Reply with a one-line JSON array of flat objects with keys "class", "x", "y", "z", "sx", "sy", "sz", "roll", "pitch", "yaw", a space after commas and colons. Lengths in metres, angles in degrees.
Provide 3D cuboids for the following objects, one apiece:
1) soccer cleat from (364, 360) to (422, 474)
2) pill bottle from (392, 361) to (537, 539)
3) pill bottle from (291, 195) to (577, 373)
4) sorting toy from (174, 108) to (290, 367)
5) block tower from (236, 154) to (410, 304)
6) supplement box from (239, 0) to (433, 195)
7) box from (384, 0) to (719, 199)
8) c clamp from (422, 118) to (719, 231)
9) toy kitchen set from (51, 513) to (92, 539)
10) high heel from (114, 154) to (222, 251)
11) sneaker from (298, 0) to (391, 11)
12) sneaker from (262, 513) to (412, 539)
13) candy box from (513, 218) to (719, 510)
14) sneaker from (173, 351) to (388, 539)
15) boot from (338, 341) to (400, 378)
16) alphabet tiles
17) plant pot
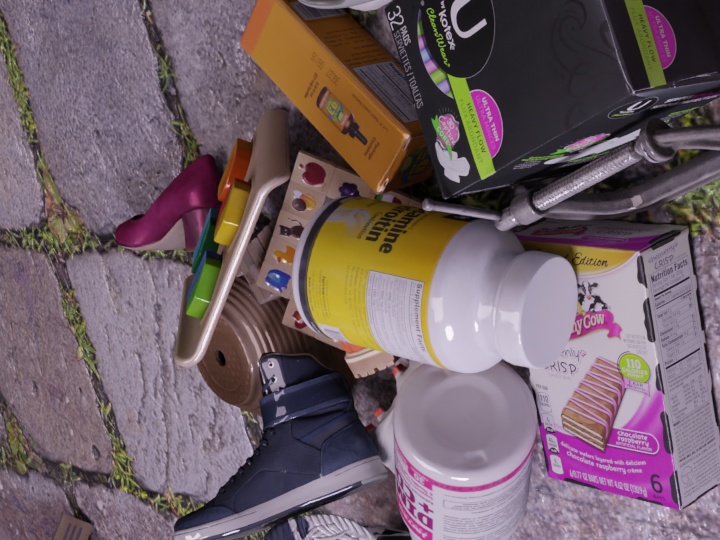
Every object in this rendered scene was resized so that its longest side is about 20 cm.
[{"class": "soccer cleat", "x": 0.061, "y": 0.122, "z": 1.269, "sx": 0.078, "sy": 0.069, "sz": 0.201, "roll": 47, "pitch": 147, "yaw": 16}, {"class": "pill bottle", "x": 0.084, "y": 0.164, "z": 1.181, "sx": 0.113, "sy": 0.113, "sz": 0.201, "roll": 44, "pitch": 158, "yaw": 27}, {"class": "pill bottle", "x": 0.055, "y": 0.012, "z": 1.063, "sx": 0.199, "sy": 0.112, "sz": 0.113, "roll": 12, "pitch": 119, "yaw": 36}, {"class": "sorting toy", "x": -0.120, "y": -0.036, "z": 1.290, "sx": 0.201, "sy": 0.036, "sz": 0.185, "roll": -62, "pitch": 14, "yaw": 21}, {"class": "block tower", "x": -0.036, "y": -0.040, "z": 1.281, "sx": 0.200, "sy": 0.054, "sz": 0.058, "roll": -39, "pitch": 77, "yaw": 42}, {"class": "supplement box", "x": -0.013, "y": -0.156, "z": 1.199, "sx": 0.200, "sy": 0.068, "sz": 0.067, "roll": 50, "pitch": 132, "yaw": 24}, {"class": "box", "x": 0.134, "y": -0.154, "z": 0.959, "sx": 0.200, "sy": 0.123, "sz": 0.150, "roll": -27, "pitch": 78, "yaw": 53}, {"class": "c clamp", "x": 0.168, "y": -0.059, "z": 0.953, "sx": 0.199, "sy": 0.170, "sz": 0.027, "roll": -26, "pitch": 66, "yaw": 48}, {"class": "toy kitchen set", "x": -0.337, "y": 0.440, "z": 1.933, "sx": 0.198, "sy": 0.182, "sz": 0.163, "roll": 23, "pitch": 144, "yaw": -9}, {"class": "high heel", "x": -0.198, "y": -0.069, "z": 1.503, "sx": 0.199, "sy": 0.067, "sz": 0.097, "roll": 2, "pitch": 94, "yaw": 49}, {"class": "sneaker", "x": 0.021, "y": -0.241, "z": 1.106, "sx": 0.199, "sy": 0.079, "sz": 0.075, "roll": -16, "pitch": 95, "yaw": 52}, {"class": "sneaker", "x": -0.009, "y": 0.275, "z": 1.353, "sx": 0.130, "sy": 0.197, "sz": 0.080, "roll": 139, "pitch": 130, "yaw": -64}, {"class": "candy box", "x": 0.189, "y": 0.066, "z": 1.076, "sx": 0.136, "sy": 0.061, "sz": 0.202, "roll": 6, "pitch": 113, "yaw": 51}, {"class": "sneaker", "x": -0.093, "y": 0.159, "z": 1.312, "sx": 0.077, "sy": 0.201, "sz": 0.147, "roll": 84, "pitch": 164, "yaw": -78}, {"class": "boot", "x": 0.046, "y": 0.007, "z": 1.175, "sx": 0.199, "sy": 0.075, "sz": 0.108, "roll": -26, "pitch": 95, "yaw": 34}, {"class": "alphabet tiles", "x": 0.000, "y": 0.000, "z": 1.248, "sx": 0.166, "sy": 0.008, "sz": 0.201, "roll": 23, "pitch": 135, "yaw": 0}, {"class": "plant pot", "x": -0.103, "y": 0.070, "z": 1.420, "sx": 0.200, "sy": 0.092, "sz": 0.203, "roll": 29, "pitch": 131, "yaw": 40}]
